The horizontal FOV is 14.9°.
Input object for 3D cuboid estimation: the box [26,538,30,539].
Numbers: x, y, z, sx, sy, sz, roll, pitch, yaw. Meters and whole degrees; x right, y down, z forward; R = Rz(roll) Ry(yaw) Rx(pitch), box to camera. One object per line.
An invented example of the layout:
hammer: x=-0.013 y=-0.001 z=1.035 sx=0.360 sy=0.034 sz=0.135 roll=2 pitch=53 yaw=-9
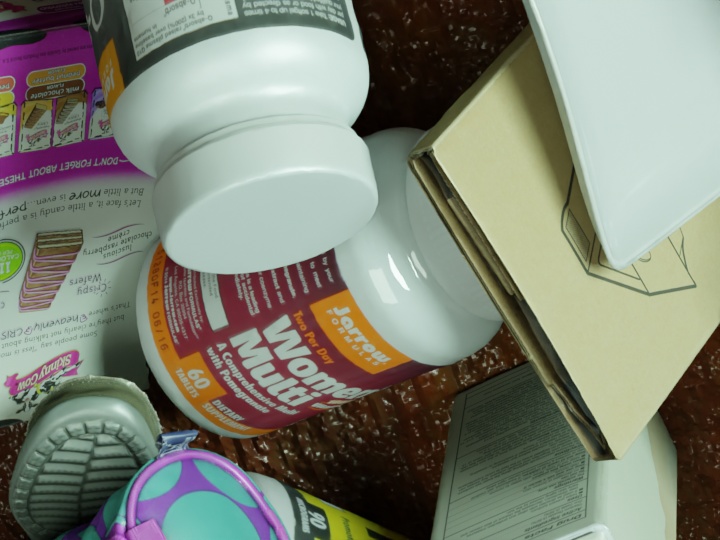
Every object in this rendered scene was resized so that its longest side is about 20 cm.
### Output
box: x=-0.186 y=0.263 z=1.447 sx=0.200 sy=0.086 sz=0.164 roll=-38 pitch=103 yaw=22

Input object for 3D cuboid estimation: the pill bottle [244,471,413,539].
pill bottle: x=0.004 y=0.184 z=1.344 sx=0.199 sy=0.115 sz=0.114 roll=25 pitch=117 yaw=-28

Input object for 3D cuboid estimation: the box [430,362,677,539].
box: x=0.091 y=0.116 z=1.277 sx=0.095 sy=0.200 sz=0.078 roll=-23 pitch=109 yaw=17

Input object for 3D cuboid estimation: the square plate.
square plate: x=0.135 y=-0.133 z=1.188 sx=0.028 sy=0.198 sz=0.201 roll=5 pitch=123 yaw=49

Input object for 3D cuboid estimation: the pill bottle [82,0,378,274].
pill bottle: x=-0.060 y=-0.108 z=1.192 sx=0.116 sy=0.116 sz=0.201 roll=-22 pitch=66 yaw=17

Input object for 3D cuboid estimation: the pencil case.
pencil case: x=-0.120 y=0.151 z=1.270 sx=0.092 sy=0.086 sz=0.200 roll=4 pitch=152 yaw=-37

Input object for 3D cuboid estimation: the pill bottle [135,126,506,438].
pill bottle: x=0.000 y=0.000 z=1.258 sx=0.199 sy=0.110 sz=0.110 roll=-23 pitch=111 yaw=39

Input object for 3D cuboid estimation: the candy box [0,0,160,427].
candy box: x=-0.160 y=-0.029 z=1.285 sx=0.061 sy=0.136 sz=0.201 roll=31 pitch=124 yaw=43

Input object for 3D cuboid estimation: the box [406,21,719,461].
box: x=0.116 y=-0.041 z=1.214 sx=0.021 sy=0.200 sz=0.164 roll=-14 pitch=116 yaw=46

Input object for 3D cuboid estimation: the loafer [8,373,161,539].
loafer: x=-0.131 y=0.097 z=1.331 sx=0.075 sy=0.070 sz=0.200 roll=1 pitch=150 yaw=-6
